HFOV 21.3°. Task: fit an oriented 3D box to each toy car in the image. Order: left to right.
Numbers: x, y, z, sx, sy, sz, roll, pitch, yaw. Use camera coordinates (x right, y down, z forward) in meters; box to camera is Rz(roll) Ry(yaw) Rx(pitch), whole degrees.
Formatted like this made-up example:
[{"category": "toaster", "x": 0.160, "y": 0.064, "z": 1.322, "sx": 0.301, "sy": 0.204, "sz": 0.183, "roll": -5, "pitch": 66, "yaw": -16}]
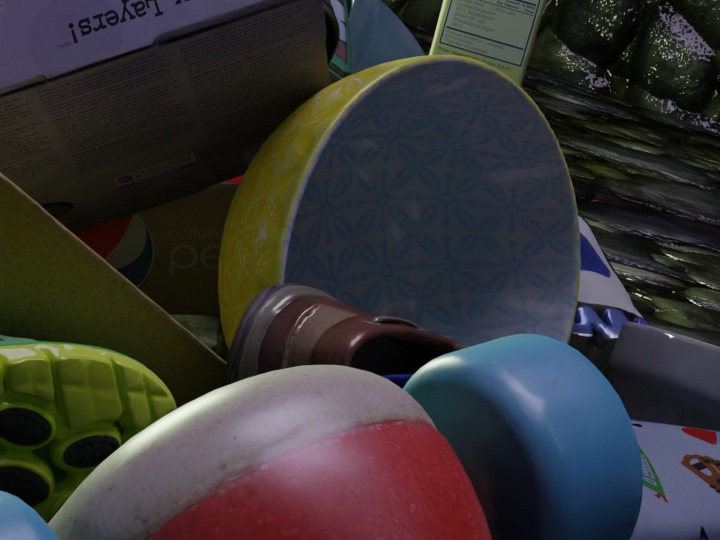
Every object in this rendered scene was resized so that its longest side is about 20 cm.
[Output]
[{"category": "toy car", "x": -0.003, "y": 0.141, "z": 0.403, "sx": 0.184, "sy": 0.177, "sz": 0.201, "roll": -12, "pitch": 57, "yaw": -40}]

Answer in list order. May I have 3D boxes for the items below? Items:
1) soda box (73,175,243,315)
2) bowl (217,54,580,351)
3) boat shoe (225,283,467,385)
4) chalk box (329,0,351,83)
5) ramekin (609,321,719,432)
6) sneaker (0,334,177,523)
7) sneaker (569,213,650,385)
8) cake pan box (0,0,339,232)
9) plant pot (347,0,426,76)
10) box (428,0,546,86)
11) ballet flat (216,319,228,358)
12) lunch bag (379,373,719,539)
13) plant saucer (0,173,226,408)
[{"category": "soda box", "x": -0.093, "y": -0.016, "z": 0.978, "sx": 0.198, "sy": 0.068, "sz": 0.064, "roll": 1, "pitch": 13, "yaw": -1}, {"category": "bowl", "x": 0.000, "y": 0.000, "z": 0.885, "sx": 0.107, "sy": 0.202, "sz": 0.199, "roll": 7, "pitch": 2, "yaw": 45}, {"category": "boat shoe", "x": 0.032, "y": 0.064, "z": 0.798, "sx": 0.072, "sy": 0.076, "sz": 0.199, "roll": 8, "pitch": -10, "yaw": 45}, {"category": "chalk box", "x": -0.086, "y": -0.126, "z": 1.033, "sx": 0.124, "sy": 0.200, "sz": 0.125, "roll": 36, "pitch": 21, "yaw": -19}, {"category": "ramekin", "x": 0.184, "y": 0.100, "z": 0.766, "sx": 0.199, "sy": 0.106, "sz": 0.200, "roll": 18, "pitch": -1, "yaw": 0}, {"category": "sneaker", "x": -0.160, "y": 0.045, "z": 0.709, "sx": 0.199, "sy": 0.075, "sz": 0.084, "roll": 9, "pitch": 18, "yaw": -28}, {"category": "sneaker", "x": 0.084, "y": 0.009, "z": 1.069, "sx": 0.199, "sy": 0.081, "sz": 0.115, "roll": 26, "pitch": 27, "yaw": -29}, {"category": "cake pan box", "x": -0.103, "y": -0.079, "z": 0.851, "sx": 0.199, "sy": 0.053, "sz": 0.184, "roll": -19, "pitch": -14, "yaw": -2}, {"category": "plant pot", "x": -0.019, "y": -0.063, "z": 1.158, "sx": 0.134, "sy": 0.201, "sz": 0.200, "roll": 36, "pitch": 4, "yaw": -21}, {"category": "box", "x": 0.118, "y": -0.209, "z": 1.899, "sx": 0.096, "sy": 0.201, "sz": 0.176, "roll": 17, "pitch": 13, "yaw": 3}, {"category": "ballet flat", "x": -0.004, "y": 0.033, "z": 1.054, "sx": 0.066, "sy": 0.057, "sz": 0.199, "roll": 28, "pitch": 23, "yaw": 34}, {"category": "lunch bag", "x": 0.040, "y": 0.098, "z": 0.642, "sx": 0.199, "sy": 0.125, "sz": 0.169, "roll": 7, "pitch": 4, "yaw": 39}, {"category": "plant saucer", "x": -0.167, "y": 0.000, "z": 0.796, "sx": 0.199, "sy": 0.049, "sz": 0.200, "roll": 20, "pitch": -18, "yaw": 41}]
